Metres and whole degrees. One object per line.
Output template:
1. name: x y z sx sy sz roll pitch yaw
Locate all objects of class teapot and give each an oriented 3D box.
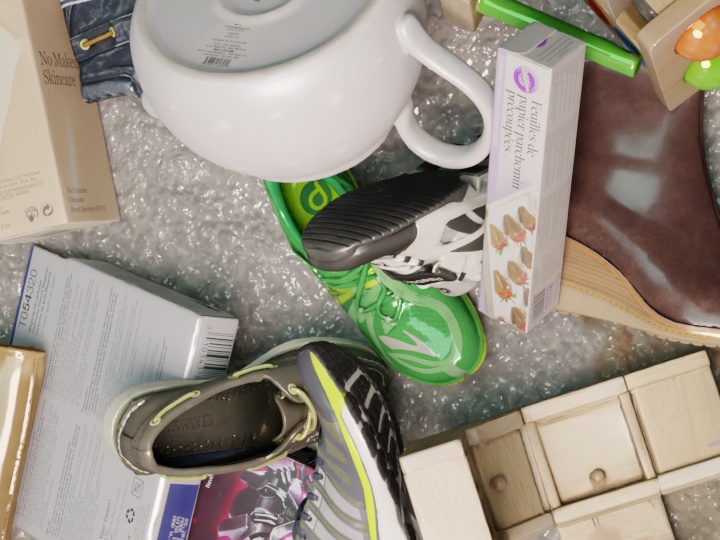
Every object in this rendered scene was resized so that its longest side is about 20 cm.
1. teapot: -0.038 -0.125 1.329 0.196 0.146 0.200 -25 46 -3

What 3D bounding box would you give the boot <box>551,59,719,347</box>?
1. boot: 0.202 -0.043 1.334 0.199 0.072 0.167 11 98 21

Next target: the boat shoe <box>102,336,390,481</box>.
1. boat shoe: -0.064 0.093 1.377 0.060 0.201 0.073 24 122 58

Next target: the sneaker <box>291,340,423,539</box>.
1. sneaker: -0.011 0.142 1.346 0.080 0.074 0.201 -14 101 16

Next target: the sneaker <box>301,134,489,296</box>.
1. sneaker: 0.045 -0.018 1.330 0.074 0.199 0.089 13 116 42

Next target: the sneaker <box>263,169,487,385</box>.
1. sneaker: 0.000 0.000 1.398 0.074 0.084 0.200 -45 80 15

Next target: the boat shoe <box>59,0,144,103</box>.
1. boat shoe: -0.107 -0.170 1.438 0.199 0.071 0.092 -9 94 23

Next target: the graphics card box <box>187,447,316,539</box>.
1. graphics card box: -0.040 0.188 1.438 0.199 0.051 0.126 23 99 14

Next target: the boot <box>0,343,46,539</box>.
1. boot: -0.301 0.146 1.512 0.174 0.066 0.201 6 91 28

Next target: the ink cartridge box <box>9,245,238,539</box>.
1. ink cartridge box: -0.177 0.100 1.467 0.199 0.043 0.198 21 101 46

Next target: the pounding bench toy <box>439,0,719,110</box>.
1. pounding bench toy: 0.163 -0.172 1.282 0.200 0.124 0.156 -38 71 3

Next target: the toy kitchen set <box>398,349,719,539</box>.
1. toy kitchen set: 0.144 0.156 1.291 0.199 0.180 0.164 -18 87 3

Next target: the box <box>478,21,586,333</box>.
1. box: 0.103 -0.053 1.290 0.039 0.041 0.201 26 135 27

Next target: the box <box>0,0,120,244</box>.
1. box: -0.236 -0.123 1.465 0.077 0.095 0.201 -12 90 18
